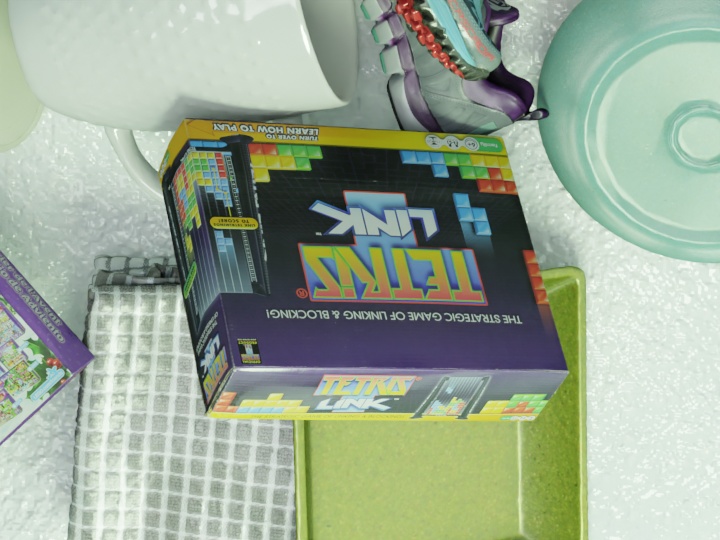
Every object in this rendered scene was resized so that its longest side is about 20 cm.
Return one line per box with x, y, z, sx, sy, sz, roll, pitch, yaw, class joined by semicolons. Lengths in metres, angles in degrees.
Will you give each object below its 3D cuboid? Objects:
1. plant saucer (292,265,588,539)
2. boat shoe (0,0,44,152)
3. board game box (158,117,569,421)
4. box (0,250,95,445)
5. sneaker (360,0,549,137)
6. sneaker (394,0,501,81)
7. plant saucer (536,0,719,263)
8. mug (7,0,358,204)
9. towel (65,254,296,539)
0.039;0.102;1.519;0.200;0.048;0.200;-7;102;-29;plant saucer
-0.235;-0.157;1.505;0.060;0.072;0.202;28;146;34;boat shoe
0.000;0.000;1.428;0.200;0.165;0.057;1;144;-24;board game box
-0.271;0.065;1.525;0.200;0.039;0.137;-41;91;22;box
0.043;-0.169;1.485;0.087;0.074;0.200;-15;108;25;sneaker
0.049;-0.205;1.413;0.095;0.079;0.200;-21;94;-4;sneaker
0.198;-0.083;1.474;0.200;0.036;0.200;5;120;9;plant saucer
-0.098;-0.128;1.483;0.175;0.148;0.200;-9;109;13;mug
-0.091;0.095;1.552;0.165;0.086;0.200;6;101;5;towel
